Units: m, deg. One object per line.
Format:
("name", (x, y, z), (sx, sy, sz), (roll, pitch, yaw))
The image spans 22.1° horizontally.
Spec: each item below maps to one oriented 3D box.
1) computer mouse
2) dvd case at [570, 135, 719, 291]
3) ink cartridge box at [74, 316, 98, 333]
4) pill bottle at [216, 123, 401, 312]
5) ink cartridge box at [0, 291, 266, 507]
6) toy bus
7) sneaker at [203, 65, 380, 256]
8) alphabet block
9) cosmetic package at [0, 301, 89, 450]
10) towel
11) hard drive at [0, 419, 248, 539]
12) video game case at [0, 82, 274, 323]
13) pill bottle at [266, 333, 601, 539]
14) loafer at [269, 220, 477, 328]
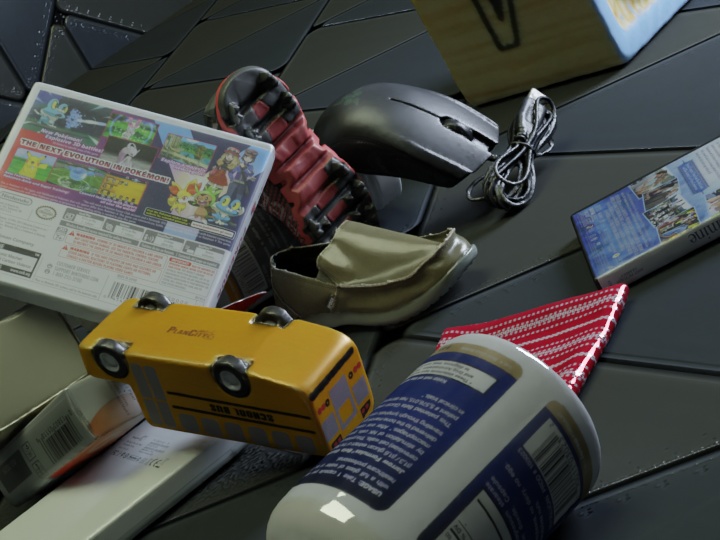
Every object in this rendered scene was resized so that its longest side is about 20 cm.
("computer mouse", (0.055, -0.118, 1.511), (0.200, 0.053, 0.139), (9, 43, 16))
("dvd case", (0.241, -0.057, 1.260), (0.200, 0.018, 0.143), (-28, 17, 9))
("ink cartridge box", (-0.200, -0.017, 1.503), (0.084, 0.146, 0.200), (-34, -23, -20))
("pill bottle", (-0.071, -0.050, 1.587), (0.200, 0.117, 0.116), (-35, 18, -14))
("ink cartridge box", (-0.169, 0.099, 1.410), (0.200, 0.050, 0.162), (-25, -9, -39))
("toy bus", (-0.094, 0.070, 1.260), (0.200, 0.078, 0.065), (6, 39, 34))
("sneaker", (-0.058, -0.075, 1.497), (0.071, 0.201, 0.098), (-45, 17, -24))
("alphabet block", (0.177, -0.298, 1.742), (0.200, 0.197, 0.195), (-11, 24, 48))
("cosmetic package", (-0.261, 0.092, 1.449), (0.105, 0.071, 0.200), (-33, -8, -10))
("towel", (0.078, 0.077, 1.149), (0.144, 0.023, 0.200), (-17, 21, 34))
("hard drive", (-0.184, 0.167, 1.317), (0.200, 0.026, 0.132), (-38, 19, -23))
("video game case", (-0.186, -0.044, 1.391), (0.200, 0.023, 0.183), (15, 59, 8))
("pill bottle", (0.023, 0.131, 0.934), (0.200, 0.111, 0.111), (-41, 20, -32))
("loafer", (0.000, 0.000, 1.407), (0.200, 0.070, 0.075), (-15, 23, 40))
